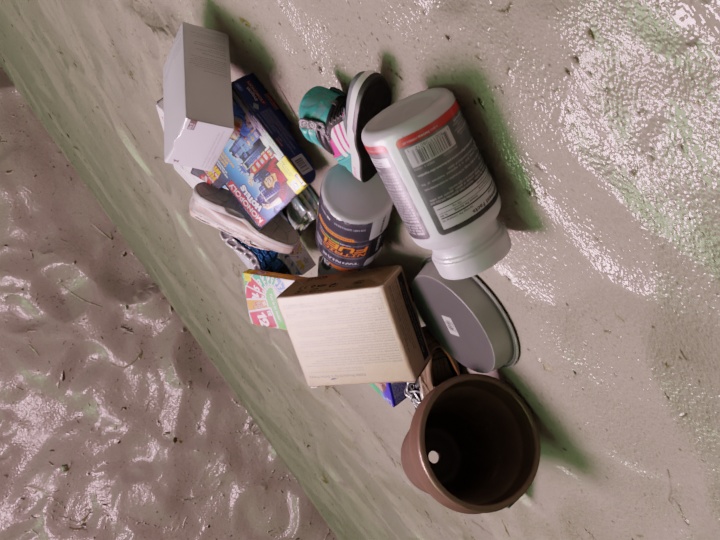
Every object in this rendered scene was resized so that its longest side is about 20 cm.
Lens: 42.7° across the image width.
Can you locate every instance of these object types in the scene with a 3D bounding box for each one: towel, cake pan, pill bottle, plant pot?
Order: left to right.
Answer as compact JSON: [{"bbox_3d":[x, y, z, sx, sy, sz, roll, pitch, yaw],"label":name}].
[{"bbox_3d":[-0.153,-0.152,1.621,0.200,0.048,0.171,53,160,2],"label":"towel"},{"bbox_3d":[-0.012,-0.070,1.352,0.106,0.106,0.200,48,160,15],"label":"pill bottle"},{"bbox_3d":[0.092,-0.097,1.059,0.116,0.116,0.201,15,137,60],"label":"pill bottle"},{"bbox_3d":[0.144,0.269,1.391,0.201,0.200,0.175,53,153,2],"label":"plant pot"},{"bbox_3d":[0.144,0.069,1.330,0.200,0.037,0.201,45,159,23],"label":"cake pan"}]

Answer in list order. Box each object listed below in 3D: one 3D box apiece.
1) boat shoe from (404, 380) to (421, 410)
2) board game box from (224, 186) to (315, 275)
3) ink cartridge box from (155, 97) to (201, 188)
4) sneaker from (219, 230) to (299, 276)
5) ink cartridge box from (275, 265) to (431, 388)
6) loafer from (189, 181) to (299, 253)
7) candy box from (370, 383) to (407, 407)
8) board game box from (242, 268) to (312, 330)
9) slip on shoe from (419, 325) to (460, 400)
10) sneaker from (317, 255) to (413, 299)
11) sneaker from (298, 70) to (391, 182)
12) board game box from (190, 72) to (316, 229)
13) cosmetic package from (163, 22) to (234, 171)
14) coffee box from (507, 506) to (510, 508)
[{"bbox_3d":[0.111,0.207,1.586,0.074,0.068,0.200,39,155,35],"label":"boat shoe"},{"bbox_3d":[-0.167,-0.082,1.656,0.201,0.034,0.134,58,162,-12],"label":"board game box"},{"bbox_3d":[-0.306,-0.237,1.770,0.146,0.085,0.200,45,160,23],"label":"ink cartridge box"},{"bbox_3d":[-0.168,-0.014,1.642,0.200,0.075,0.087,52,175,14],"label":"sneaker"},{"bbox_3d":[-0.010,0.089,1.416,0.199,0.075,0.166,-7,113,31],"label":"ink cartridge box"},{"bbox_3d":[-0.198,-0.080,1.564,0.199,0.072,0.063,29,129,0],"label":"loafer"},{"bbox_3d":[0.021,0.119,1.631,0.169,0.077,0.201,40,155,39],"label":"candy box"},{"bbox_3d":[-0.113,0.055,1.537,0.199,0.030,0.096,6,113,34],"label":"board game box"},{"bbox_3d":[0.136,0.182,1.485,0.061,0.076,0.201,42,153,59],"label":"slip on shoe"},{"bbox_3d":[0.000,0.000,1.498,0.199,0.075,0.116,1,91,37],"label":"sneaker"},{"bbox_3d":[-0.025,-0.209,1.196,0.121,0.084,0.200,37,157,17],"label":"sneaker"},{"bbox_3d":[-0.184,-0.179,1.503,0.200,0.062,0.200,53,134,-1],"label":"board game box"},{"bbox_3d":[-0.253,-0.268,1.424,0.113,0.081,0.201,-47,43,49],"label":"cosmetic package"},{"bbox_3d":[0.221,0.303,1.531,0.123,0.044,0.201,40,156,32],"label":"coffee box"}]
